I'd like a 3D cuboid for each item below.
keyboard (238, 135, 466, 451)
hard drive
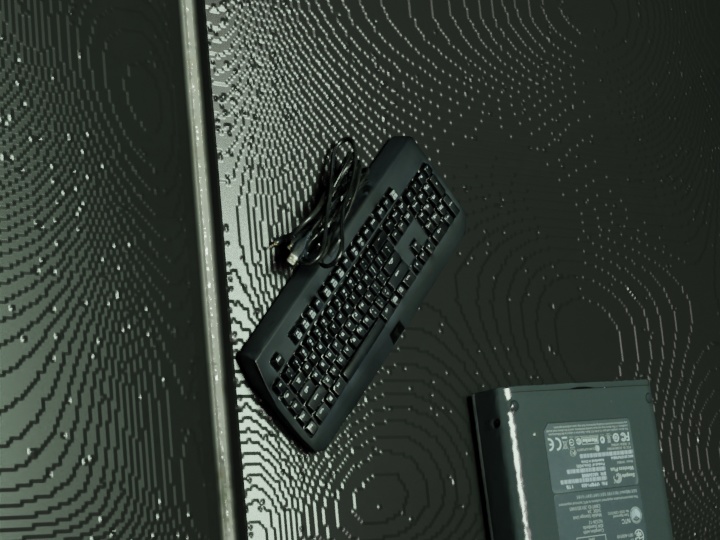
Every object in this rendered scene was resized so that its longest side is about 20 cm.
[{"bbox_3d":[0.000,0.000,1.060,0.104,0.039,0.201,48,52,-21],"label":"keyboard"},{"bbox_3d":[0.140,0.171,1.136,0.139,0.033,0.202,1,78,-40],"label":"hard drive"}]
